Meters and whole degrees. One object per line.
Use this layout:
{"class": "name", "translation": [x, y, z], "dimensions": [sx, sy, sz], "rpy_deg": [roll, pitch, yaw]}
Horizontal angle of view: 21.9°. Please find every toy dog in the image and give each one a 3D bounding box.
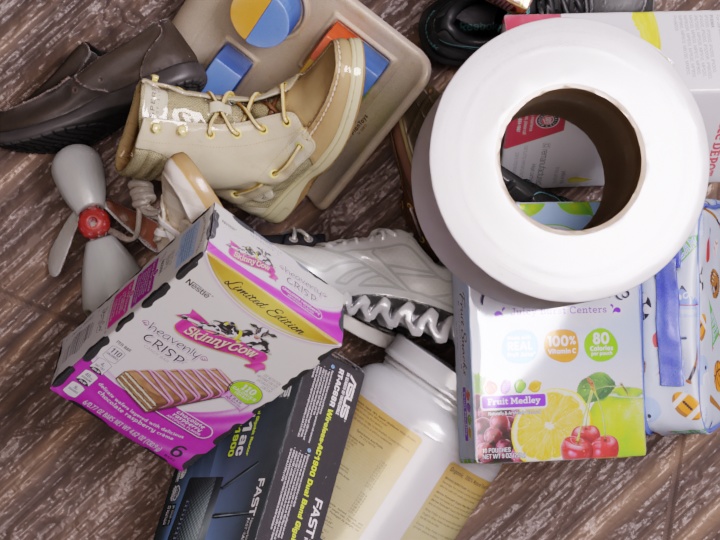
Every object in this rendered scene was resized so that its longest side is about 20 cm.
{"class": "toy dog", "translation": [-0.203, 0.001, 1.553], "dimensions": [0.131, 0.096, 0.201], "rpy_deg": [3, 79, 5]}

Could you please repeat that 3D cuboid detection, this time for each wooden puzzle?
{"class": "wooden puzzle", "translation": [-0.066, -0.161, 1.512], "dimensions": [0.200, 0.046, 0.185], "rpy_deg": [40, 130, -1]}

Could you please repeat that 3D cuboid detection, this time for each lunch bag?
{"class": "lunch bag", "translation": [0.263, 0.033, 1.522], "dimensions": [0.075, 0.160, 0.201], "rpy_deg": [-2, 92, 23]}

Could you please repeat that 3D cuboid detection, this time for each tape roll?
{"class": "tape roll", "translation": [0.142, -0.074, 1.360], "dimensions": [0.201, 0.139, 0.204], "rpy_deg": [0, 87, -3]}

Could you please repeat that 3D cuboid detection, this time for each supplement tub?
{"class": "supplement tub", "translation": [0.027, 0.167, 1.527], "dimensions": [0.144, 0.144, 0.200], "rpy_deg": [34, 90, -3]}

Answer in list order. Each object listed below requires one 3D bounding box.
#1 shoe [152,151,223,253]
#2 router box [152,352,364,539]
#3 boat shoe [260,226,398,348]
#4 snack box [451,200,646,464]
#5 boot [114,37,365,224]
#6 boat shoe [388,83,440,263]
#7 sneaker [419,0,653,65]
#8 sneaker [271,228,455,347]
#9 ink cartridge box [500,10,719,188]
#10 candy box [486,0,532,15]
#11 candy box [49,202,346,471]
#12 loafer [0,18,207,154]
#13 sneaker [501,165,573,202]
{"class": "shoe", "translation": [-0.127, -0.002, 1.457], "dimensions": [0.053, 0.070, 0.201], "rpy_deg": [-29, 131, -20]}
{"class": "router box", "translation": [-0.087, 0.167, 1.484], "dimensions": [0.062, 0.150, 0.201], "rpy_deg": [30, 63, -32]}
{"class": "boat shoe", "translation": [-0.043, -0.003, 1.543], "dimensions": [0.199, 0.074, 0.061], "rpy_deg": [28, 95, -14]}
{"class": "snack box", "translation": [0.146, 0.048, 1.456], "dimensions": [0.141, 0.053, 0.201], "rpy_deg": [-1, 87, -13]}
{"class": "boot", "translation": [-0.095, -0.122, 1.444], "dimensions": [0.155, 0.200, 0.073], "rpy_deg": [15, 52, -21]}
{"class": "boat shoe", "translation": [0.060, -0.060, 1.553], "dimensions": [0.072, 0.067, 0.201], "rpy_deg": [-30, 102, -44]}
{"class": "sneaker", "translation": [0.150, -0.209, 1.545], "dimensions": [0.199, 0.079, 0.076], "rpy_deg": [-12, 88, -3]}
{"class": "sneaker", "translation": [0.000, 0.000, 1.484], "dimensions": [0.199, 0.075, 0.081], "rpy_deg": [16, 92, -19]}
{"class": "ink cartridge box", "translation": [0.211, -0.138, 1.516], "dimensions": [0.199, 0.145, 0.084], "rpy_deg": [-2, 61, -2]}
{"class": "candy box", "translation": [0.066, -0.298, 1.465], "dimensions": [0.199, 0.055, 0.116], "rpy_deg": [26, 90, -4]}
{"class": "candy box", "translation": [-0.125, 0.056, 1.432], "dimensions": [0.136, 0.061, 0.200], "rpy_deg": [35, 124, -23]}
{"class": "loafer", "translation": [-0.220, -0.151, 1.532], "dimensions": [0.199, 0.073, 0.072], "rpy_deg": [-18, 80, 17]}
{"class": "sneaker", "translation": [0.146, -0.032, 1.541], "dimensions": [0.200, 0.079, 0.075], "rpy_deg": [40, 121, -20]}
